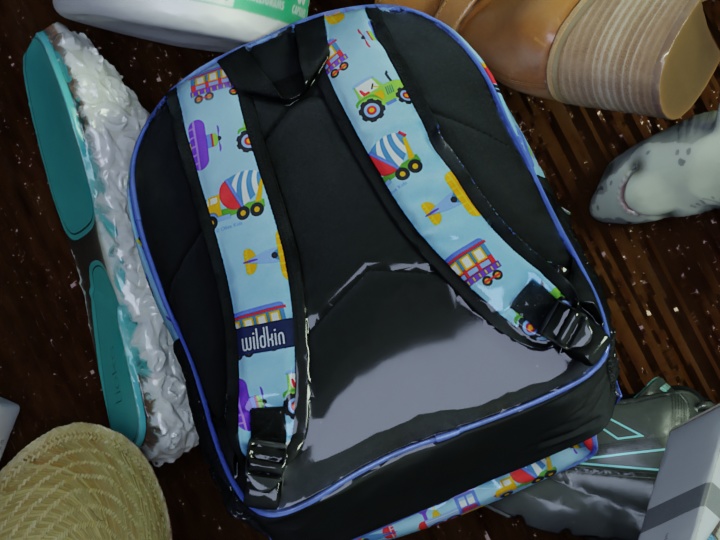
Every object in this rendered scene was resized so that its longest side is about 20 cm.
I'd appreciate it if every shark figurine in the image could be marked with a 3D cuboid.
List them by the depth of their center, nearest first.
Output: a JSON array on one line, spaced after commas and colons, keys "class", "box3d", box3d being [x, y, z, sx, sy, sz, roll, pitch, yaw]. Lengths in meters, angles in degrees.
[{"class": "shark figurine", "box3d": [0.220, -0.035, 1.280, 0.214, 0.090, 0.129, 28, 124, 11]}]

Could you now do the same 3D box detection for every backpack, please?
[{"class": "backpack", "box3d": [0.000, 0.000, 1.236, 0.182, 0.135, 0.201, -24, 69, 1]}]

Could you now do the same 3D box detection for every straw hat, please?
[{"class": "straw hat", "box3d": [-0.110, 0.175, 1.284, 0.085, 0.201, 0.202, 20, 90, -36]}]

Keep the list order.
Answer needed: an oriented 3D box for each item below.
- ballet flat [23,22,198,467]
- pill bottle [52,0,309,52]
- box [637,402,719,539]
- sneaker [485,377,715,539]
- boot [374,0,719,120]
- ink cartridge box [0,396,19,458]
[{"class": "ballet flat", "box3d": [-0.099, -0.014, 1.309, 0.071, 0.072, 0.201, -13, 90, 3]}, {"class": "pill bottle", "box3d": [-0.065, -0.200, 1.278, 0.112, 0.113, 0.201, 9, 90, 4]}, {"class": "box", "box3d": [0.166, 0.172, 1.153, 0.156, 0.201, 0.041, 41, 132, -19]}, {"class": "sneaker", "box3d": [0.149, 0.093, 1.279, 0.199, 0.075, 0.080, 17, 88, 3]}, {"class": "boot", "box3d": [0.112, -0.154, 1.291, 0.155, 0.077, 0.201, 20, 64, 32]}, {"class": "ink cartridge box", "box3d": [-0.237, 0.136, 1.261, 0.084, 0.145, 0.201, 20, 90, 13]}]
